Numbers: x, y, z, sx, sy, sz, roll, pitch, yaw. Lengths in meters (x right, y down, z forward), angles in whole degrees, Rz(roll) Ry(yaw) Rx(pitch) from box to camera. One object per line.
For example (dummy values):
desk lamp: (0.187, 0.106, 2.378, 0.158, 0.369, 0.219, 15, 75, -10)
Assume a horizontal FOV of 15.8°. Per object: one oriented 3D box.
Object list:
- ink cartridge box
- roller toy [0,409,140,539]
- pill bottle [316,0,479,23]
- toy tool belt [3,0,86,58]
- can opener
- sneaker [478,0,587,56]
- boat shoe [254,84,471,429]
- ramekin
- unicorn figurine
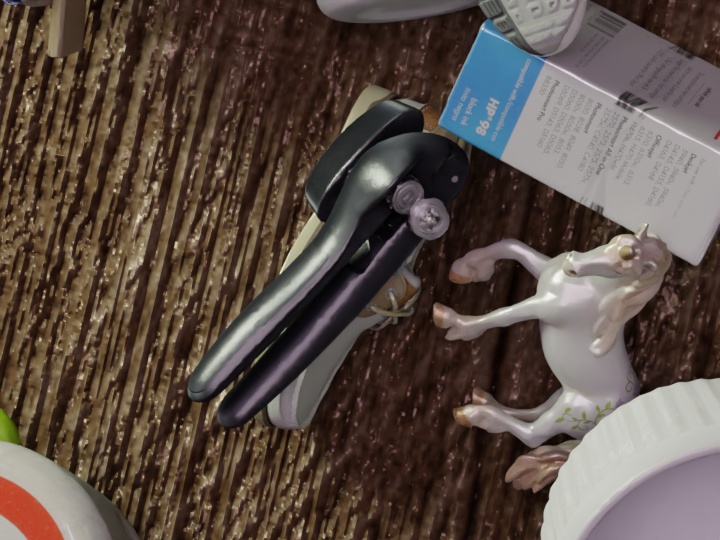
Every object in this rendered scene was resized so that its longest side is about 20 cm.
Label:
ink cartridge box: (0.155, -0.073, 1.398, 0.199, 0.116, 0.067, 29, 117, 9)
roller toy: (-0.208, 0.193, 1.437, 0.182, 0.140, 0.201, 33, 83, 14)
pill bottle: (0.017, -0.244, 1.436, 0.110, 0.111, 0.201, -8, 86, 8)
toy tool belt: (-0.160, -0.219, 1.460, 0.124, 0.201, 0.123, -7, 128, 25)
can opener: (-0.016, 0.003, 1.393, 0.063, 0.079, 0.200, 37, 88, -29)
sneaker: (0.097, -0.201, 1.372, 0.074, 0.087, 0.201, -11, 65, 21)
boat shoe: (0.000, 0.000, 1.446, 0.068, 0.075, 0.201, 21, 90, 14)
ramekin: (0.187, 0.152, 1.364, 0.199, 0.105, 0.201, -3, 115, -6)
unicorn figurine: (0.110, 0.033, 1.396, 0.137, 0.201, 0.074, -1, 46, 23)
